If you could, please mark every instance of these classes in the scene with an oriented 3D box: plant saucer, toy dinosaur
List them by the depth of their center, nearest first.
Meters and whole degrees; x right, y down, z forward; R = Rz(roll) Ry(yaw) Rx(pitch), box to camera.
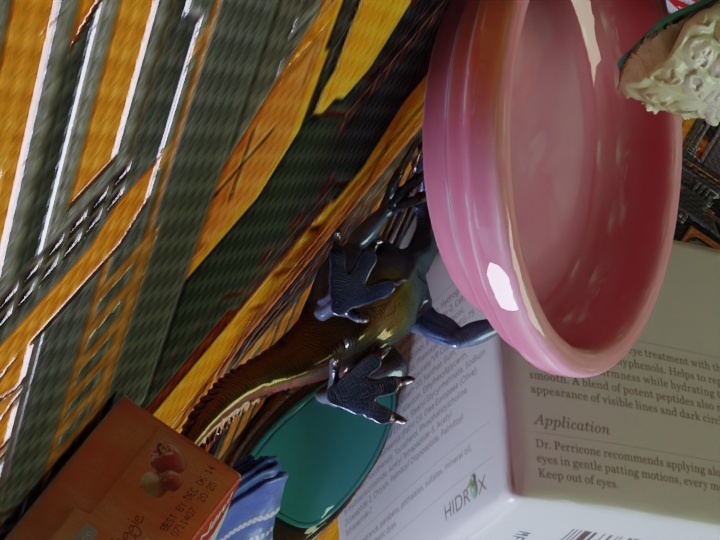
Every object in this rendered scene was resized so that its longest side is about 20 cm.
[{"bbox_3d":[0.081,-0.056,1.006,0.200,0.050,0.202,-8,99,-61],"label":"plant saucer"},{"bbox_3d":[0.000,0.000,1.078,0.198,0.106,0.182,-18,-169,3],"label":"toy dinosaur"}]

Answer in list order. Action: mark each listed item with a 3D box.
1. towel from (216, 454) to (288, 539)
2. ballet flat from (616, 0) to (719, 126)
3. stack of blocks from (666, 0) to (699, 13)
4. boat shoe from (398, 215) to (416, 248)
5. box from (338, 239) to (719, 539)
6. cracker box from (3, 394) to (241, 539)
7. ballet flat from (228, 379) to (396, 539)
[{"bbox_3d":[-0.084,0.199,1.120,0.145,0.024,0.202,-34,135,-53],"label":"towel"},{"bbox_3d":[0.198,-0.097,1.041,0.199,0.072,0.072,-21,150,-41],"label":"ballet flat"},{"bbox_3d":[0.199,-0.213,1.156,0.200,0.115,0.059,-54,173,-23],"label":"stack of blocks"},{"bbox_3d":[0.084,-0.062,1.267,0.202,0.060,0.072,-61,172,32],"label":"boat shoe"},{"bbox_3d":[0.111,0.094,1.252,0.200,0.198,0.173,-45,-139,51],"label":"box"},{"bbox_3d":[-0.119,0.154,0.881,0.134,0.057,0.200,-52,171,-35],"label":"cracker box"},{"bbox_3d":[-0.056,0.126,1.219,0.200,0.070,0.065,-52,-161,-10],"label":"ballet flat"}]
